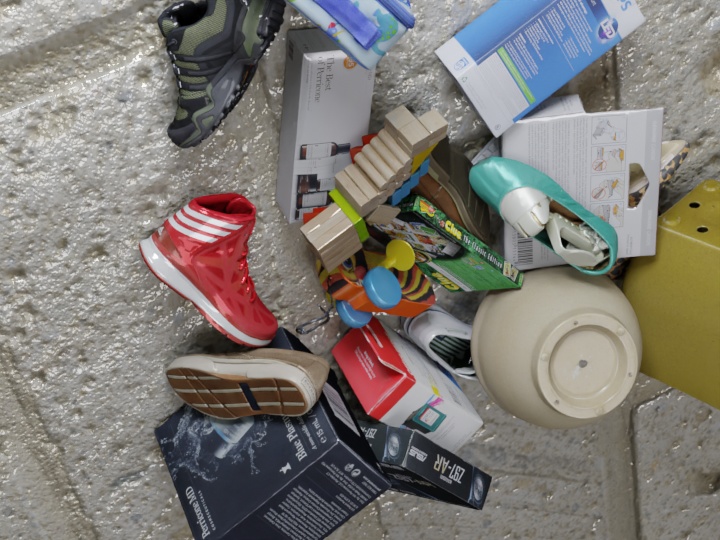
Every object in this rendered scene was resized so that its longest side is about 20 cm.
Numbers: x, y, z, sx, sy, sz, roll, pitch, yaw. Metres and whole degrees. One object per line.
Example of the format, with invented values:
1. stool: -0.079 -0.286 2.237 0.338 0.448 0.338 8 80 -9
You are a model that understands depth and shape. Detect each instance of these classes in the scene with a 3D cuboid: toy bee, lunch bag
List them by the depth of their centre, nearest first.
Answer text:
1. lunch bag: -0.046 -0.274 1.283 0.082 0.161 0.199 -45 132 12
2. toy bee: 0.000 0.000 1.576 0.130 0.110 0.200 -25 165 19

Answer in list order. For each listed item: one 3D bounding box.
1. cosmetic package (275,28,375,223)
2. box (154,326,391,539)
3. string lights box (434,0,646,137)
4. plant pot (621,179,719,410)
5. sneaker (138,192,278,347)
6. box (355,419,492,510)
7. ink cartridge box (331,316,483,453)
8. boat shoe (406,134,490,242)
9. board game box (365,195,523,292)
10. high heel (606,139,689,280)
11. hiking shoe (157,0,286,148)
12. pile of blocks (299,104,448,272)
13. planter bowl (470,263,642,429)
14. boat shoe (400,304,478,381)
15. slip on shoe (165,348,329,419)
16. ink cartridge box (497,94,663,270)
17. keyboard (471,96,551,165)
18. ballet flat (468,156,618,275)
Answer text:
1. cosmetic package: -0.035 -0.146 1.469 0.082 0.051 0.202 -11 130 -21
2. box: -0.101 0.209 1.619 0.199 0.197 0.117 -39 133 7
3. string lights box: 0.187 -0.242 1.502 0.199 0.059 0.103 -37 134 4
4. plant pot: 0.429 0.013 1.720 0.195 0.193 0.202 -34 132 -31
5. sneaker: -0.127 -0.003 1.519 0.115 0.079 0.200 -42 135 11
6. box: 0.032 0.222 1.711 0.160 0.199 0.044 34 69 -42
7. ink cartridge box: 0.043 0.129 1.687 0.067 0.116 0.199 -45 132 11
8. boat shoe: 0.080 -0.095 1.566 0.067 0.073 0.200 -11 141 24
9. board game box: 0.083 -0.026 1.603 0.104 0.024 0.199 -7 151 40
10. high heel: 0.330 -0.069 1.702 0.199 0.072 0.142 -36 130 26
11. hiking shoe: -0.147 -0.204 1.359 0.100 0.076 0.200 35 129 -3
12. pile of blocks: 0.009 -0.092 1.467 0.200 0.062 0.082 -47 155 15
13. planter bowl: 0.238 0.094 1.652 0.198 0.135 0.203 -2 101 -11
14. boat shoe: 0.126 0.103 1.744 0.199 0.067 0.074 24 113 -39
15. slip on shoe: -0.122 0.114 1.573 0.061 0.198 0.077 -51 126 -42
16. ink cartridge box: 0.242 -0.099 1.611 0.174 0.045 0.202 -6 127 -1
17. keyboard: 0.148 -0.116 1.618 0.200 0.011 0.056 -48 132 13
18. ballet flat: 0.204 -0.055 1.569 0.199 0.071 0.067 29 123 -22
